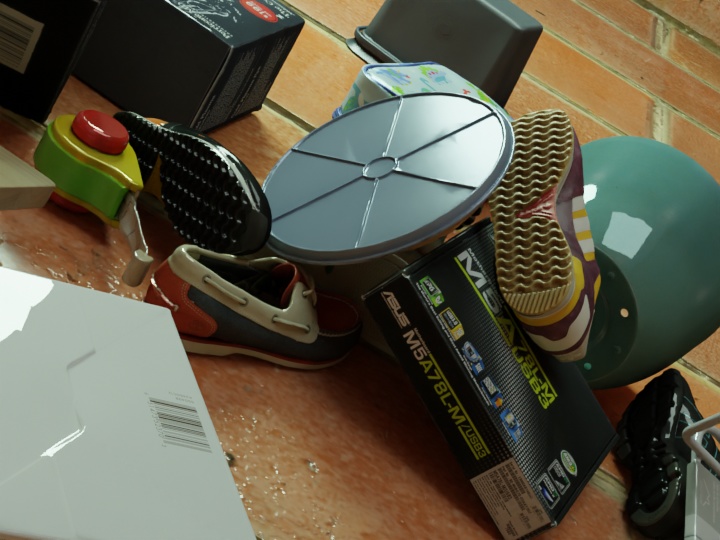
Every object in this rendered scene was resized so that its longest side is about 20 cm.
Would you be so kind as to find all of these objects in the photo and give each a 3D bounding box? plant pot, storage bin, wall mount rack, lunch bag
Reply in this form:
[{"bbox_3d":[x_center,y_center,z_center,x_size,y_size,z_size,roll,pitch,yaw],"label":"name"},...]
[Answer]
[{"bbox_3d":[0.199,0.007,1.301,0.200,0.201,0.161,37,33,13],"label":"plant pot"},{"bbox_3d":[0.112,-0.268,1.814,0.200,0.135,0.145,39,24,15],"label":"storage bin"},{"bbox_3d":[0.293,0.198,1.112,0.174,0.074,0.201,41,41,-27],"label":"wall mount rack"},{"bbox_3d":[0.074,-0.142,1.576,0.161,0.083,0.200,41,24,17],"label":"lunch bag"}]

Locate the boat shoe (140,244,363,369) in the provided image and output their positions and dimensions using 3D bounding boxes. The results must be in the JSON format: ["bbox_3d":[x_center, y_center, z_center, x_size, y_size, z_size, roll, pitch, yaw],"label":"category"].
[{"bbox_3d":[-0.065,0.022,1.089,0.199,0.063,0.071,9,30,-46],"label":"boat shoe"}]

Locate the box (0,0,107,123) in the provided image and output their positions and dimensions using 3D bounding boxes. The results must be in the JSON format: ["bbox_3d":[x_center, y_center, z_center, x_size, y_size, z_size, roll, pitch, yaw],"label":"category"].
[{"bbox_3d":[-0.226,-0.250,1.159,0.117,0.197,0.201,26,62,-12],"label":"box"}]

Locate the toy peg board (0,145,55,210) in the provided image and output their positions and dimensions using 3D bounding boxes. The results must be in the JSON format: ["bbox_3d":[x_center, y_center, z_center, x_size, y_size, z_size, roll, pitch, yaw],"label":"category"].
[{"bbox_3d":[-0.316,-0.065,0.935,0.199,0.098,0.199,34,7,4],"label":"toy peg board"}]

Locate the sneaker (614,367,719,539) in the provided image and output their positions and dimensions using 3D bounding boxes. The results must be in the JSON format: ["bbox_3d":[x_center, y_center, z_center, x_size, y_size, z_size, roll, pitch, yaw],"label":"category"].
[{"bbox_3d":[0.248,0.155,1.228,0.079,0.075,0.201,36,30,-14],"label":"sneaker"}]

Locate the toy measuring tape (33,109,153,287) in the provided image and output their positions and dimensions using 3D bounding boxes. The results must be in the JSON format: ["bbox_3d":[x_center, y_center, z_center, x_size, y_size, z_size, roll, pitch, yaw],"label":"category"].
[{"bbox_3d":[-0.188,-0.058,1.086,0.073,0.074,0.200,20,25,-26],"label":"toy measuring tape"}]

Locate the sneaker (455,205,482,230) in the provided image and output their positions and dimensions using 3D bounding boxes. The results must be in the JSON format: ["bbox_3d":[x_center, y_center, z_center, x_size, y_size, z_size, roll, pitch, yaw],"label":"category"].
[{"bbox_3d":[0.019,-0.071,1.247,0.079,0.199,0.090,53,44,-36],"label":"sneaker"}]

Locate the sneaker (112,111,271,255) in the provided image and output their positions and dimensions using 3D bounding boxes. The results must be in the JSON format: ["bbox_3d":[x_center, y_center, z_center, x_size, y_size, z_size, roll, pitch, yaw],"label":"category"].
[{"bbox_3d":[-0.108,-0.066,1.153,0.090,0.071,0.200,4,19,-42],"label":"sneaker"}]

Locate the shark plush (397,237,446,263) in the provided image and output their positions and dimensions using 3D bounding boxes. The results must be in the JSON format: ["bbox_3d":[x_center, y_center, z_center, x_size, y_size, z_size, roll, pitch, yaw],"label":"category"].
[{"bbox_3d":[0.057,-0.039,1.341,0.091,0.084,0.200,33,23,5],"label":"shark plush"}]

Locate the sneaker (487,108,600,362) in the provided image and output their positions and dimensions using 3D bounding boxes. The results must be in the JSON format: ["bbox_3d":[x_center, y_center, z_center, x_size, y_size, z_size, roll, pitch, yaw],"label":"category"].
[{"bbox_3d":[0.139,-0.027,1.173,0.090,0.074,0.201,57,31,-46],"label":"sneaker"}]

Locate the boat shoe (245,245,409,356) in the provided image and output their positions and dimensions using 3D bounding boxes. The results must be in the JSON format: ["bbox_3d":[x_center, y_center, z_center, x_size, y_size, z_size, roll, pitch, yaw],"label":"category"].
[{"bbox_3d":[0.000,0.000,1.203,0.199,0.072,0.068,33,22,3],"label":"boat shoe"}]

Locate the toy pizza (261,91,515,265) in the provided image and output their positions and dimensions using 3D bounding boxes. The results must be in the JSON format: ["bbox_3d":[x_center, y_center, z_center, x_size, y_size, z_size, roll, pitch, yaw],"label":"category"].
[{"bbox_3d":[0.019,-0.063,1.139,0.201,0.199,0.032,-110,177,-56],"label":"toy pizza"}]

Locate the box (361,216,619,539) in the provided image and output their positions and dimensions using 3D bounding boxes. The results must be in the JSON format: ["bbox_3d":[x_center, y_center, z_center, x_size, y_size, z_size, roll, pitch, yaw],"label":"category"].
[{"bbox_3d":[0.099,0.073,1.124,0.201,0.047,0.193,60,28,1],"label":"box"}]

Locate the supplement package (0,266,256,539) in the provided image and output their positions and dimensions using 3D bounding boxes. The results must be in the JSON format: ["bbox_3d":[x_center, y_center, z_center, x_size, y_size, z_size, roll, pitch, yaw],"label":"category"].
[{"bbox_3d":[-0.156,0.102,0.743,0.155,0.111,0.200,17,28,-31],"label":"supplement package"}]

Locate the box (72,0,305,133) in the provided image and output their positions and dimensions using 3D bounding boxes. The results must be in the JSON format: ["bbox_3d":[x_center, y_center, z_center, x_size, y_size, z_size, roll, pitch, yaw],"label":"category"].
[{"bbox_3d":[-0.178,-0.220,1.382,0.199,0.105,0.182,34,24,6],"label":"box"}]
